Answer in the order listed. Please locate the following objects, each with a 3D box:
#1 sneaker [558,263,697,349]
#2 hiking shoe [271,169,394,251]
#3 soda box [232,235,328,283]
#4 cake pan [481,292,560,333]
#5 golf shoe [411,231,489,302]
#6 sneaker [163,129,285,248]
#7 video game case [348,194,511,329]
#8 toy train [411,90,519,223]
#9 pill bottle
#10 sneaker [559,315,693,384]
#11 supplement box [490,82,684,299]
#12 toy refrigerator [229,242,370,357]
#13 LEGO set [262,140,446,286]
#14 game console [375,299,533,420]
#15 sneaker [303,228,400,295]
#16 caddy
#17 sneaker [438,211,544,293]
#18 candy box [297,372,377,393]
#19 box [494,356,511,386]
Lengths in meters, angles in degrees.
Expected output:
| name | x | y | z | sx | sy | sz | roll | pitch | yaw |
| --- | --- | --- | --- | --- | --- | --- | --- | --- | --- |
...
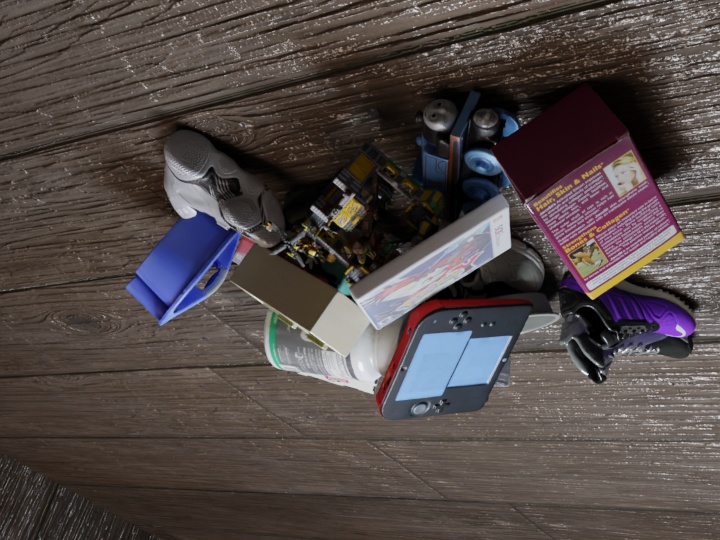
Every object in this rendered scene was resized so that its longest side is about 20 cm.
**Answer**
| name | x | y | z | sx | sy | sz | roll | pitch | yaw |
| --- | --- | --- | --- | --- | --- | --- | --- | --- | --- |
| sneaker | 0.352 | 0.067 | 1.522 | 0.200 | 0.100 | 0.070 | 22 | 155 | -8 |
| hiking shoe | -0.035 | -0.068 | 1.496 | 0.076 | 0.101 | 0.200 | 35 | 148 | -31 |
| soda box | -0.080 | 0.000 | 1.633 | 0.200 | 0.063 | 0.070 | 32 | 138 | 1 |
| cake pan | 0.178 | 0.071 | 1.591 | 0.200 | 0.037 | 0.200 | -11 | 168 | -2 |
| golf shoe | 0.118 | 0.029 | 1.599 | 0.078 | 0.095 | 0.200 | -3 | 148 | 32 |
| sneaker | -0.189 | -0.097 | 1.533 | 0.200 | 0.075 | 0.115 | 42 | 155 | -2 |
| video game case | 0.088 | -0.005 | 1.328 | 0.200 | 0.023 | 0.182 | -31 | 164 | 0 |
| toy train | 0.117 | -0.127 | 1.321 | 0.114 | 0.087 | 0.200 | 17 | 154 | 13 |
| pill bottle | -0.022 | 0.091 | 1.555 | 0.200 | 0.113 | 0.113 | 5 | 150 | 25 |
| sneaker | 0.365 | 0.115 | 1.590 | 0.200 | 0.116 | 0.075 | 20 | 153 | -5 |
| supplement box | 0.250 | -0.082 | 1.245 | 0.131 | 0.103 | 0.200 | -34 | 135 | 8 |
| toy refrigerator | -0.082 | 0.038 | 1.468 | 0.200 | 0.070 | 0.076 | 28 | 171 | 48 |
| LEGO set | -0.007 | -0.044 | 1.323 | 0.154 | 0.116 | 0.200 | 47 | 128 | -9 |
| game console | 0.121 | 0.117 | 1.483 | 0.177 | 0.031 | 0.200 | 1 | 130 | -26 |
| sneaker | 0.000 | 0.000 | 1.518 | 0.080 | 0.071 | 0.200 | -26 | 149 | 24 |
| caddy | -0.244 | -0.010 | 1.636 | 0.105 | 0.200 | 0.141 | 39 | 149 | -5 |
| sneaker | 0.166 | -0.006 | 1.504 | 0.200 | 0.092 | 0.076 | 33 | 148 | -32 |
| candy box | -0.027 | 0.118 | 1.793 | 0.136 | 0.061 | 0.200 | 16 | 153 | 2 |
| box | 0.130 | 0.147 | 1.748 | 0.158 | 0.050 | 0.200 | 5 | 176 | -8 |
